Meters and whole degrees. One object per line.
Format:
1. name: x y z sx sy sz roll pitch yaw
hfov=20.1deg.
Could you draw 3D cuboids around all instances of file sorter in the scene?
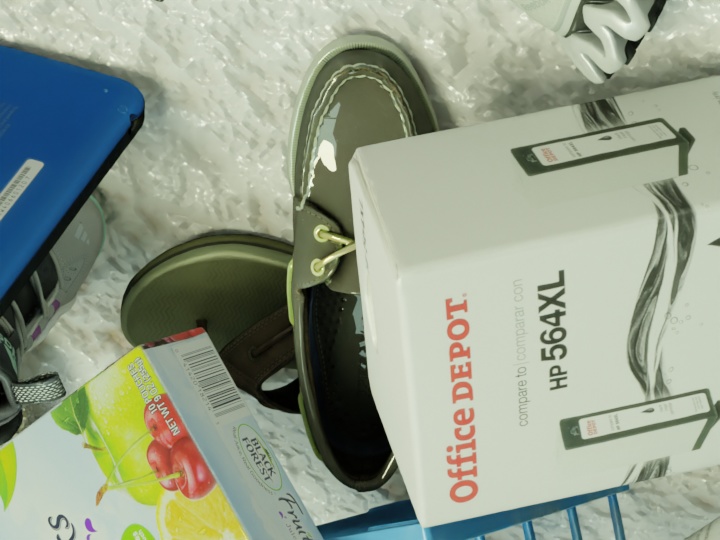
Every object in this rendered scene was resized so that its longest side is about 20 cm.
1. file sorter: 0.034 0.171 0.944 0.138 0.200 0.124 -14 84 31

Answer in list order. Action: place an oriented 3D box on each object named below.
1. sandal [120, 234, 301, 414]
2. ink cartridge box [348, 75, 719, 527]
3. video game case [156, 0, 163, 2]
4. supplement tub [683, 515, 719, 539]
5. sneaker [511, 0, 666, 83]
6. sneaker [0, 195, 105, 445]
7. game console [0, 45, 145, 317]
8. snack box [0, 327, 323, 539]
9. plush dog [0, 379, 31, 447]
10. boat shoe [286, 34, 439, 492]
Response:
1. sandal: -0.023 0.036 0.967 0.200 0.057 0.080 12 134 12
2. ink cartridge box: 0.104 0.011 0.817 0.199 0.085 0.147 -12 132 -6
3. video game case: -0.123 -0.199 0.707 0.199 0.181 0.026 25 142 -1
4. supplement tub: 0.177 0.161 0.835 0.200 0.132 0.132 -38 110 24
5. sneaker: 0.104 -0.157 0.735 0.081 0.075 0.200 34 134 2
6. sneaker: -0.163 0.032 0.903 0.139 0.200 0.078 8 133 49
7. game console: -0.208 -0.006 0.901 0.170 0.200 0.119 16 134 12
8. snack box: -0.078 0.147 0.862 0.142 0.053 0.201 -36 80 30
9. plush dog: -0.206 0.150 1.091 0.171 0.201 0.160 34 178 -8
10. boat shoe: 0.003 0.000 0.889 0.072 0.060 0.203 0 114 1
